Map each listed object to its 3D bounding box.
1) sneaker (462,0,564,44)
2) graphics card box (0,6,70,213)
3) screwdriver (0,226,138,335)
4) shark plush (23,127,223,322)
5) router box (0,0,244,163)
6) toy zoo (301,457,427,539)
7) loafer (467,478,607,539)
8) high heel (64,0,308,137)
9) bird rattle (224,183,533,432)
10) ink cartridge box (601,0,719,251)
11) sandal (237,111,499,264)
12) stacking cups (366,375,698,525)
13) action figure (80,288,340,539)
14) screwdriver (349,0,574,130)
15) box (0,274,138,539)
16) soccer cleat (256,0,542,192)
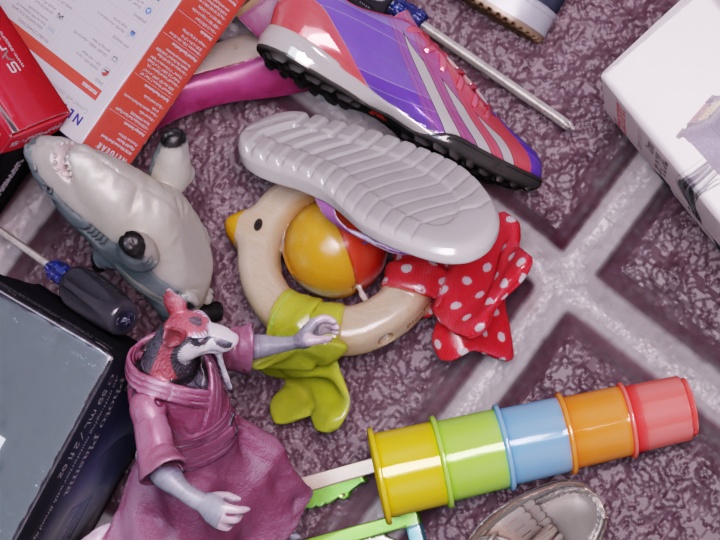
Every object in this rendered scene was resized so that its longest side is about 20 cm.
[{"bbox_3d":[0.056,-0.238,1.283,0.199,0.070,0.109,33,95,2],"label":"sneaker"},{"bbox_3d":[-0.260,-0.090,1.265,0.051,0.200,0.126,-28,78,-40],"label":"graphics card box"},{"bbox_3d":[-0.202,-0.007,1.276,0.199,0.029,0.028,27,123,40],"label":"screwdriver"},{"bbox_3d":[-0.130,-0.015,1.246,0.082,0.200,0.092,2,64,21],"label":"shark plush"},{"bbox_3d":[-0.168,-0.189,1.278,0.200,0.049,0.180,38,93,33],"label":"router box"},{"bbox_3d":[-0.010,0.226,1.283,0.130,0.020,0.202,-15,84,6],"label":"toy zoo"},{"bbox_3d":[0.072,0.199,1.236,0.199,0.063,0.072,-37,86,-8],"label":"loafer"},{"bbox_3d":[-0.096,-0.107,1.313,0.199,0.068,0.096,-37,121,13],"label":"high heel"},{"bbox_3d":[0.000,0.000,1.264,0.199,0.113,0.164,-29,66,2],"label":"bird rattle"},{"bbox_3d":[0.233,-0.055,1.208,0.084,0.145,0.201,-39,82,3],"label":"ink cartridge box"},{"bbox_3d":[0.008,-0.043,1.232,0.082,0.050,0.202,-28,41,-30],"label":"sandal"},{"bbox_3d":[0.106,0.107,1.247,0.198,0.061,0.061,-11,84,-1],"label":"stacking cups"},{"bbox_3d":[-0.096,0.086,1.178,0.148,0.201,0.134,14,44,29],"label":"action figure"},{"bbox_3d":[0.054,-0.148,1.291,0.199,0.028,0.029,32,123,12],"label":"screwdriver"},{"bbox_3d":[-0.218,0.113,1.230,0.123,0.198,0.201,29,89,7],"label":"box"},{"bbox_3d":[0.035,-0.115,1.255,0.199,0.068,0.074,29,84,-14],"label":"soccer cleat"}]
